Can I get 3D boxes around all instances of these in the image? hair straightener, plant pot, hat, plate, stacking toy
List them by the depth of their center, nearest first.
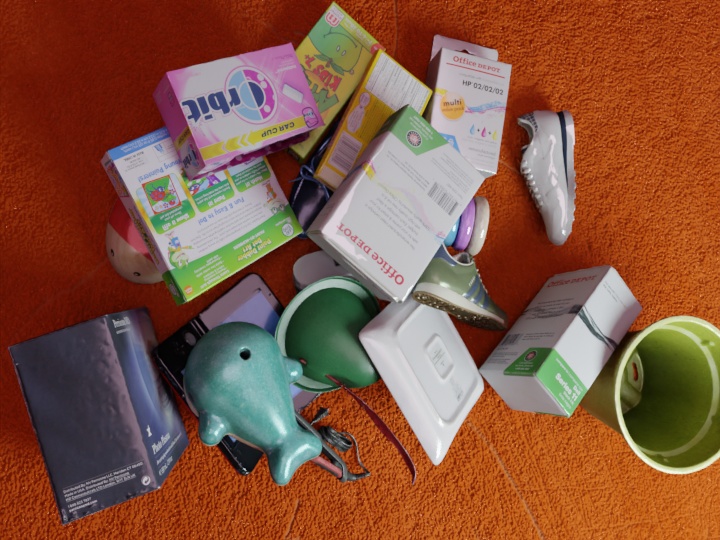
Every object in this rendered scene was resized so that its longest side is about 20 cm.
[{"bbox_3d":[0.005,0.125,0.849,0.198,0.175,0.168,33,91,-37],"label":"hat"},{"bbox_3d":[-0.048,0.228,0.906,0.199,0.040,0.079,41,57,-32],"label":"hair straightener"},{"bbox_3d":[0.100,0.125,0.911,0.204,0.032,0.199,60,35,-5],"label":"plate"},{"bbox_3d":[0.405,0.164,0.956,0.193,0.184,0.208,0,89,-11],"label":"plant pot"},{"bbox_3d":[0.084,-0.082,0.961,0.193,0.085,0.088,11,86,-4],"label":"stacking toy"}]

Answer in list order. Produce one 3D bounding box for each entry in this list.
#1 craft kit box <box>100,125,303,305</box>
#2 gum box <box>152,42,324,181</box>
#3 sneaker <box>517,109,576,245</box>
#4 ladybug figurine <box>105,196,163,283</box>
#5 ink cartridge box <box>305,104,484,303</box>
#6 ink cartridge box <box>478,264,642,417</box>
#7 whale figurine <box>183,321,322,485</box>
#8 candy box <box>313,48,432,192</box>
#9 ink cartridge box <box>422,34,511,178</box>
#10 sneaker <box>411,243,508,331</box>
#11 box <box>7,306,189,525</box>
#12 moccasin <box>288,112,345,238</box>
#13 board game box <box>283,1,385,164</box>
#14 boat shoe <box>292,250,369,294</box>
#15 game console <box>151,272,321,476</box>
[{"bbox_3d":[-0.196,-0.093,0.850,0.198,0.048,0.202,-32,97,-35],"label":"craft kit box"},{"bbox_3d":[-0.146,-0.205,0.840,0.197,0.066,0.116,-27,95,-35],"label":"gum box"},{"bbox_3d":[0.282,-0.140,1.006,0.078,0.076,0.208,-2,84,1],"label":"sneaker"},{"bbox_3d":[-0.263,-0.075,0.891,0.134,0.072,0.203,35,82,-7],"label":"ladybug figurine"},{"bbox_3d":[0.044,-0.082,0.859,0.144,0.087,0.203,38,78,-15],"label":"ink cartridge box"},{"bbox_3d":[0.282,0.098,0.937,0.083,0.146,0.200,46,71,-9],"label":"ink cartridge box"},{"bbox_3d":[-0.125,0.151,0.793,0.157,0.105,0.201,-30,72,-35],"label":"whale figurine"},{"bbox_3d":[0.019,-0.191,0.913,0.101,0.026,0.204,31,77,-25],"label":"candy box"},{"bbox_3d":[0.153,-0.249,0.978,0.111,0.068,0.207,9,86,-10],"label":"ink cartridge box"},{"bbox_3d":[0.152,0.020,0.941,0.197,0.066,0.093,24,70,-41],"label":"sneaker"},{"bbox_3d":[-0.305,0.160,0.807,0.120,0.200,0.204,-18,92,-6],"label":"box"},{"bbox_3d":[-0.050,-0.145,0.935,0.079,0.068,0.205,24,84,-9],"label":"moccasin"},{"bbox_3d":[-0.062,-0.267,0.948,0.101,0.048,0.202,37,82,-8],"label":"board game box"},{"bbox_3d":[0.000,0.000,0.946,0.193,0.065,0.072,-9,55,-6],"label":"boat shoe"},{"bbox_3d":[-0.151,0.132,0.888,0.117,0.173,0.202,-35,95,17],"label":"game console"}]
